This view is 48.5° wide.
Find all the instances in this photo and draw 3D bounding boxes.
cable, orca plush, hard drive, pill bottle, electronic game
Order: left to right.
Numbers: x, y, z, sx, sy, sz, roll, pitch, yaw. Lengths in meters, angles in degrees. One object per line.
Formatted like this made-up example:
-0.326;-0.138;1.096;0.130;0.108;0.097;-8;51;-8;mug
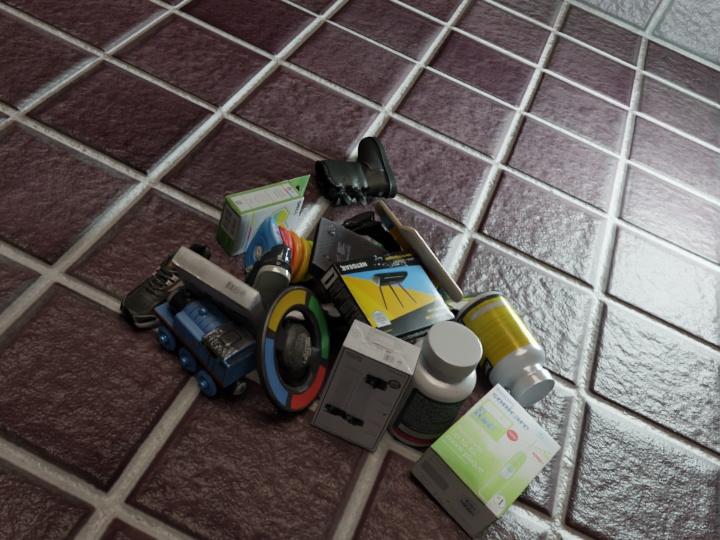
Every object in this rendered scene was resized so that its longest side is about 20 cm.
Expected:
-0.103;0.124;1.269;0.041;0.201;0.200;-1;33;28;electronic game
-0.059;0.095;1.417;0.199;0.072;0.105;-11;7;-37;orca plush
0.000;0.000;1.401;0.199;0.042;0.135;28;40;-18;hard drive
0.001;-0.019;1.507;0.200;0.051;0.164;-31;99;-48;cable
0.117;0.180;1.283;0.119;0.201;0.120;12;43;-12;pill bottle
0.263;0.144;1.450;0.111;0.112;0.200;-8;50;-30;pill bottle

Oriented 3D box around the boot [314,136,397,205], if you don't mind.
-0.020;-0.222;1.738;0.162;0.074;0.199;-3;48;-22;boot

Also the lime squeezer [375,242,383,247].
0.029;-0.023;1.587;0.199;0.038;0.071;15;73;-9;lime squeezer

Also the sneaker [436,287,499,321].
0.187;0.058;1.538;0.199;0.074;0.081;-7;45;-31;sneaker

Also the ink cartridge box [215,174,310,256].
-0.171;-0.108;1.527;0.199;0.104;0.059;-21;58;-38;ink cartridge box

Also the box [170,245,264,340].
-0.221;0.042;1.289;0.144;0.200;0.036;31;71;9;box

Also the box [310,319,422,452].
0.005;0.182;1.235;0.116;0.201;0.060;22;40;3;box

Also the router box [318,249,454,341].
0.046;0.047;1.318;0.199;0.051;0.150;-12;63;-48;router box

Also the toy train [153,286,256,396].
-0.245;0.108;1.265;0.200;0.115;0.086;44;45;21;toy train

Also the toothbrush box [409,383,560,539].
0.200;0.299;1.274;0.146;0.086;0.200;46;45;15;toothbrush box

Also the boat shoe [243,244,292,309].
-0.160;0.018;1.329;0.074;0.200;0.062;19;61;-10;boat shoe

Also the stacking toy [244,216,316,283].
-0.103;-0.016;1.483;0.199;0.110;0.116;12;42;-34;stacking toy

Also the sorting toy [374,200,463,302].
0.100;-0.034;1.488;0.185;0.036;0.200;51;-1;-24;sorting toy

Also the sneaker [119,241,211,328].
-0.326;0.012;1.350;0.080;0.087;0.200;30;43;11;sneaker
